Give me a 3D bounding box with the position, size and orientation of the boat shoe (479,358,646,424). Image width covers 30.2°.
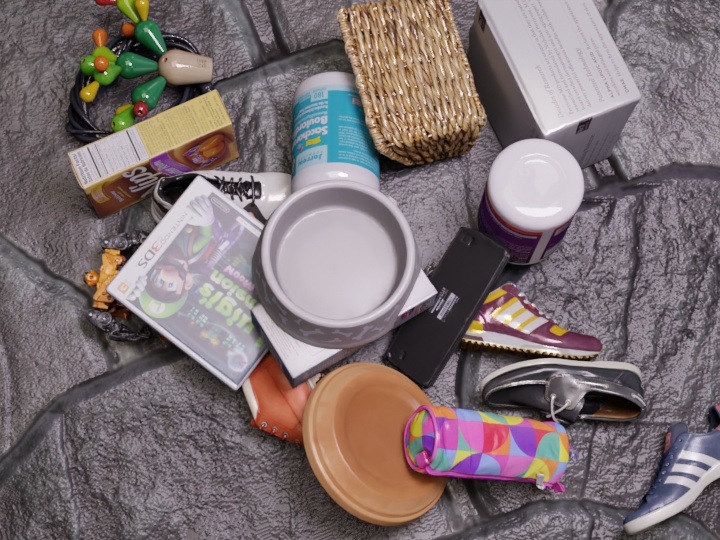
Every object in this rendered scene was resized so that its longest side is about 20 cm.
[{"bbox_3d":[0.244,0.150,1.607,0.200,0.072,0.068,1,49,-1],"label":"boat shoe"}]

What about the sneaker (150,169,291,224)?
[{"bbox_3d":[-0.166,-0.091,1.677,0.200,0.080,0.074,-8,72,-5],"label":"sneaker"}]

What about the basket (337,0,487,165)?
[{"bbox_3d":[0.052,-0.234,1.682,0.149,0.143,0.200,-15,78,-11],"label":"basket"}]

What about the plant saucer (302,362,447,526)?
[{"bbox_3d":[0.027,0.197,1.563,0.200,0.037,0.200,17,57,-28],"label":"plant saucer"}]

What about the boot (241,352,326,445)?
[{"bbox_3d":[-0.072,0.188,1.606,0.107,0.075,0.200,-27,72,1],"label":"boot"}]

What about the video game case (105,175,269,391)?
[{"bbox_3d":[-0.173,0.015,1.612,0.200,0.023,0.182,38,79,-1],"label":"video game case"}]

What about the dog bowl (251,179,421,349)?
[{"bbox_3d":[-0.026,-0.014,1.532,0.200,0.059,0.200,1,74,-4],"label":"dog bowl"}]

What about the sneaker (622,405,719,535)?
[{"bbox_3d":[0.377,0.235,1.592,0.200,0.075,0.085,-33,78,-20],"label":"sneaker"}]

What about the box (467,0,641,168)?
[{"bbox_3d":[0.232,-0.236,1.660,0.131,0.199,0.200,-22,75,-6],"label":"box"}]

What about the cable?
[{"bbox_3d":[-0.294,-0.233,1.731,0.200,0.051,0.163,-23,75,-6],"label":"cable"}]

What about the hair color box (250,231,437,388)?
[{"bbox_3d":[-0.020,0.043,1.578,0.200,0.061,0.099,-30,76,-11],"label":"hair color box"}]

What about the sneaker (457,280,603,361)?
[{"bbox_3d":[0.202,0.059,1.638,0.200,0.075,0.090,9,79,1],"label":"sneaker"}]

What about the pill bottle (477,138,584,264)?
[{"bbox_3d":[0.201,-0.075,1.612,0.112,0.200,0.113,0,74,-1],"label":"pill bottle"}]

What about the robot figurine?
[{"bbox_3d":[-0.243,0.028,1.651,0.200,0.058,0.145,9,73,1],"label":"robot figurine"}]

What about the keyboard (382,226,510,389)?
[{"bbox_3d":[0.103,0.038,1.628,0.104,0.040,0.200,37,102,29],"label":"keyboard"}]

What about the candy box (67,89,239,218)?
[{"bbox_3d":[-0.256,-0.144,1.671,0.200,0.117,0.057,-24,75,-7],"label":"candy box"}]

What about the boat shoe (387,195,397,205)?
[{"bbox_3d":[0.000,0.000,1.661,0.068,0.072,0.200,38,67,-15],"label":"boat shoe"}]

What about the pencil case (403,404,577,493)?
[{"bbox_3d":[0.152,0.207,1.556,0.200,0.088,0.089,11,72,-23],"label":"pencil case"}]

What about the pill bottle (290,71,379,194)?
[{"bbox_3d":[-0.031,-0.138,1.659,0.111,0.111,0.200,0,63,-1],"label":"pill bottle"}]

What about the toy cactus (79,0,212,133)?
[{"bbox_3d":[-0.270,-0.267,1.684,0.165,0.102,0.200,2,59,-12],"label":"toy cactus"}]
